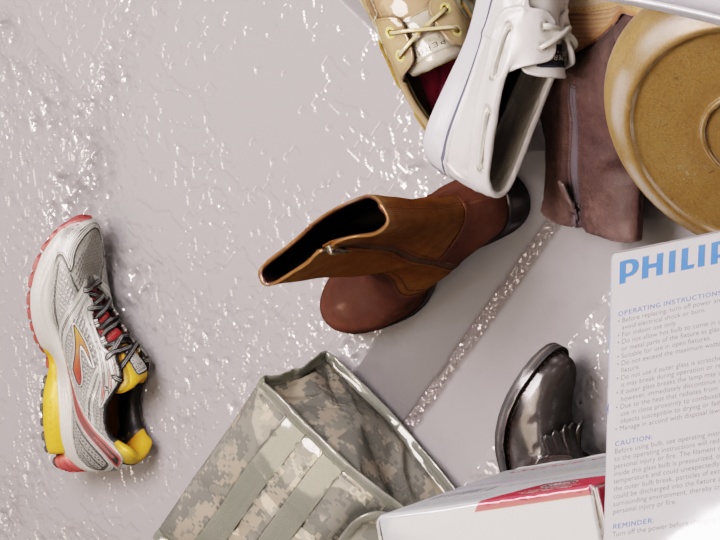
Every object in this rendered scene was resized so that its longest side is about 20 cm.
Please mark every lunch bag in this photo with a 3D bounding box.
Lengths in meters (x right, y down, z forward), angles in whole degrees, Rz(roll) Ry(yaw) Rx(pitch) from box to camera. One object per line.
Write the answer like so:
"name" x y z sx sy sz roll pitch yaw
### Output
"lunch bag" -0.020 0.189 1.804 0.200 0.117 0.164 43 118 14

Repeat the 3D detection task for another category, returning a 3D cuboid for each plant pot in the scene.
"plant pot" 0.239 -0.085 1.549 0.199 0.028 0.201 14 131 16

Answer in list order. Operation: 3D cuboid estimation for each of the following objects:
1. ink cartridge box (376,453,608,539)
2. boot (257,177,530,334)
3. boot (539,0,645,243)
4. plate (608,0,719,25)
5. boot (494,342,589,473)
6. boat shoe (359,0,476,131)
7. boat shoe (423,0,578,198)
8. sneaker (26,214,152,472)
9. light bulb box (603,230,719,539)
"ink cartridge box" 0.121 0.166 1.574 0.145 0.200 0.083 -12 88 26
"boot" 0.000 0.000 1.709 0.188 0.200 0.069 -26 83 33
"boot" 0.181 -0.100 1.637 0.200 0.072 0.167 18 115 54
"plate" 0.253 -0.202 1.495 0.199 0.200 0.032 19 148 30
"boot" 0.173 0.160 1.692 0.173 0.069 0.201 14 104 34
"boat shoe" 0.050 -0.151 1.684 0.074 0.066 0.201 -27 116 10
"boat shoe" 0.104 -0.142 1.620 0.066 0.072 0.201 34 107 34
"sneaker" -0.195 0.055 1.929 0.082 0.078 0.201 3 108 29
"light bulb box" 0.239 0.106 1.522 0.124 0.198 0.201 -11 58 28
